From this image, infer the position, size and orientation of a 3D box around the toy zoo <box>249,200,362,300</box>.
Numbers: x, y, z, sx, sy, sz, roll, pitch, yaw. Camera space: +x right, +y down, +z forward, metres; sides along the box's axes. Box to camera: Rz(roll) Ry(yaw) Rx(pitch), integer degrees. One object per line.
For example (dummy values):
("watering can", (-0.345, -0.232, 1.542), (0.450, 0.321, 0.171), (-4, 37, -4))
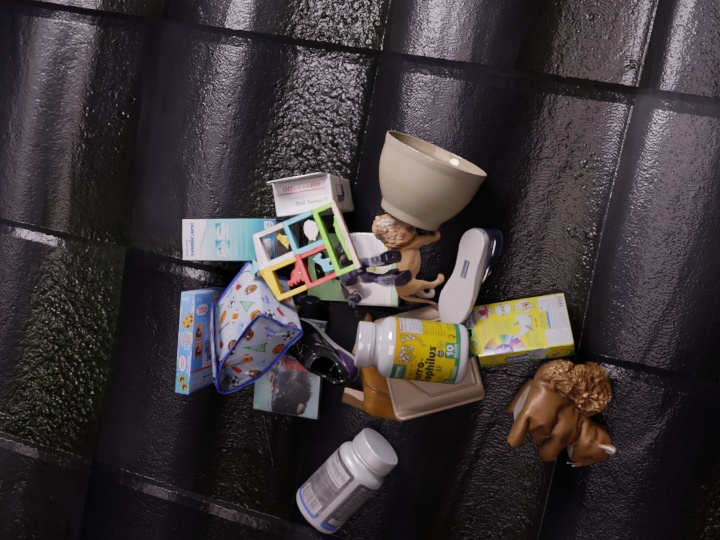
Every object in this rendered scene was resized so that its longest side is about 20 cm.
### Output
("toy zoo", (-0.111, -0.030, 1.227), (0.199, 0.020, 0.132), (-23, 89, 12))

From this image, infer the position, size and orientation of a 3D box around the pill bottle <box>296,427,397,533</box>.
("pill bottle", (-0.025, 0.419, 1.350), (0.114, 0.114, 0.200), (45, 101, 8))

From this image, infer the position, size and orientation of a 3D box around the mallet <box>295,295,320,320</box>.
("mallet", (-0.174, 0.079, 1.411), (0.199, 0.041, 0.066), (6, 110, 21))

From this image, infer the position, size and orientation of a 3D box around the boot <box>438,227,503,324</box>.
("boot", (0.218, 0.014, 1.287), (0.073, 0.090, 0.201), (33, 115, 35))

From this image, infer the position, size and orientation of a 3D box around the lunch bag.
("lunch bag", (-0.222, 0.114, 1.283), (0.123, 0.170, 0.200), (27, 115, -31))

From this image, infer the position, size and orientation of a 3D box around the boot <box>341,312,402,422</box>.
("boot", (0.051, 0.196, 1.351), (0.143, 0.071, 0.203), (13, 98, 6))

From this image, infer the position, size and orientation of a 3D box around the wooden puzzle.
("wooden puzzle", (0.133, 0.174, 1.318), (0.184, 0.037, 0.201), (-14, 84, -6))

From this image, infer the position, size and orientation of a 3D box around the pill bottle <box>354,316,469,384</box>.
("pill bottle", (0.092, 0.146, 1.243), (0.199, 0.113, 0.114), (7, 95, -4))

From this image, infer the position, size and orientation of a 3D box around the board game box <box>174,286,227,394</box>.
("board game box", (-0.325, 0.139, 1.388), (0.036, 0.151, 0.201), (7, 94, 14))

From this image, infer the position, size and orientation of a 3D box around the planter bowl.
("planter bowl", (0.117, -0.158, 1.254), (0.199, 0.200, 0.135), (26, 109, 11))

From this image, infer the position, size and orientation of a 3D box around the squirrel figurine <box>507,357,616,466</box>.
("squirrel figurine", (0.390, 0.264, 1.235), (0.186, 0.142, 0.201), (28, 101, 4))

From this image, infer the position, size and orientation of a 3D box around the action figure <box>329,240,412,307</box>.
("action figure", (0.000, 0.000, 1.273), (0.199, 0.069, 0.131), (-7, 106, 48))

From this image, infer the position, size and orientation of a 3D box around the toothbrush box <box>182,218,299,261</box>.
("toothbrush box", (-0.239, -0.061, 1.361), (0.199, 0.146, 0.086), (0, 92, 15))

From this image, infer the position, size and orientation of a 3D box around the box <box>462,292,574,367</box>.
("box", (0.291, 0.115, 1.263), (0.199, 0.048, 0.118), (-8, 50, 13))

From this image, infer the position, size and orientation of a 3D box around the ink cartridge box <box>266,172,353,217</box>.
("ink cartridge box", (-0.094, -0.141, 1.294), (0.116, 0.200, 0.068), (-8, 91, 14))

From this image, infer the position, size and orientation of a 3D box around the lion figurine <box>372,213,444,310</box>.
("lion figurine", (0.091, -0.013, 1.285), (0.122, 0.072, 0.201), (-10, 93, -22))

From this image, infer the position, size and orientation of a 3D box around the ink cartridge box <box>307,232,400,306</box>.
("ink cartridge box", (-0.017, -0.005, 1.362), (0.199, 0.048, 0.147), (2, 94, 11))

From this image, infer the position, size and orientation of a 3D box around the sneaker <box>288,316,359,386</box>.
("sneaker", (-0.096, 0.153, 1.300), (0.199, 0.088, 0.076), (29, 101, 13))

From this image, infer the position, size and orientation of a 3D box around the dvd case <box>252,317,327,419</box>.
("dvd case", (-0.145, 0.194, 1.373), (0.145, 0.022, 0.201), (7, 95, 14))
